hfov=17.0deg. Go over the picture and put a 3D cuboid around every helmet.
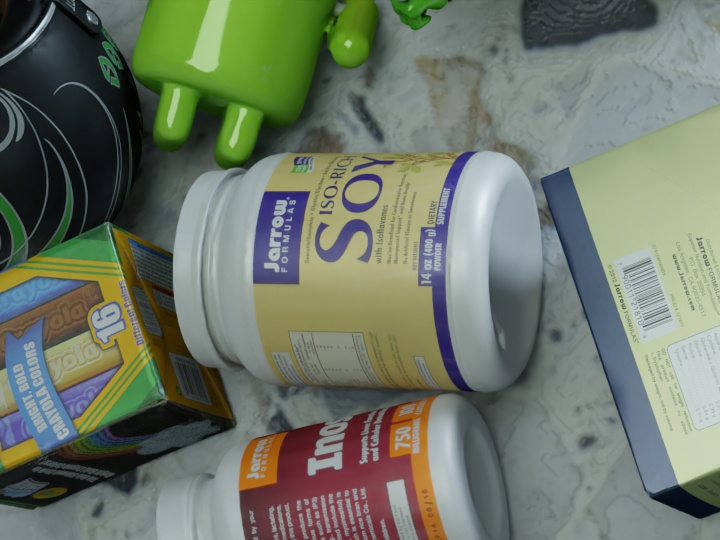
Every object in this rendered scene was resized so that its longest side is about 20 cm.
[{"bbox_3d":[-0.238,-0.084,1.552,0.198,0.192,0.201,-11,41,10],"label":"helmet"}]

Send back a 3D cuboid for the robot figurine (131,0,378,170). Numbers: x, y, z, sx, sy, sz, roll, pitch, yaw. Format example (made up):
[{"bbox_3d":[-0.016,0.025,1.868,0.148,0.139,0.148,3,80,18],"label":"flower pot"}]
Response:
[{"bbox_3d":[-0.077,-0.169,1.548,0.174,0.116,0.202,17,84,-4],"label":"robot figurine"}]

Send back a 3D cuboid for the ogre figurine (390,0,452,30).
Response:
[{"bbox_3d":[0.060,-0.244,1.524,0.119,0.200,0.099,-18,119,5],"label":"ogre figurine"}]

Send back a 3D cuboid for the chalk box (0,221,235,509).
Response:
[{"bbox_3d":[-0.204,0.073,1.545,0.199,0.125,0.125,-22,73,13],"label":"chalk box"}]

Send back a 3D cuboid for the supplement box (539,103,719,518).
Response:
[{"bbox_3d":[0.239,0.011,1.389,0.198,0.134,0.202,-22,73,15],"label":"supplement box"}]

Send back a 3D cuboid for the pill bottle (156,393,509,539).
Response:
[{"bbox_3d":[-0.018,0.149,1.469,0.198,0.113,0.114,-14,75,16],"label":"pill bottle"}]

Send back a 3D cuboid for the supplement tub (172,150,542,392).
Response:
[{"bbox_3d":[0.000,0.000,1.473,0.198,0.145,0.147,0,80,19],"label":"supplement tub"}]
